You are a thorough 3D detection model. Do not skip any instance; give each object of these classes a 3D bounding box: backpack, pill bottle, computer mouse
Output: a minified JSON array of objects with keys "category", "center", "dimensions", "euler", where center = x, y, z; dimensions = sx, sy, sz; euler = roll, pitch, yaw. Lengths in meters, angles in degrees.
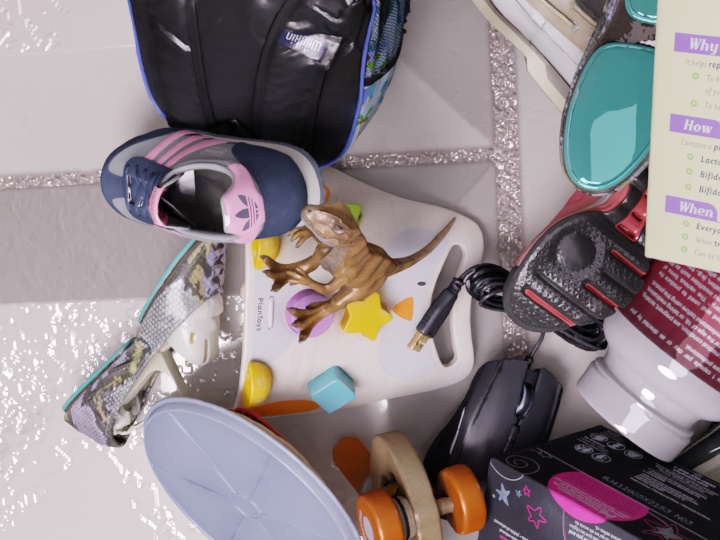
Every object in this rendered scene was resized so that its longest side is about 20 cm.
[{"category":"backpack","center":[-0.054,-0.176,0.774],"dimensions":[0.182,0.147,0.201],"euler":[20,143,10]},{"category":"pill bottle","center":[0.241,0.027,0.797],"dimensions":[0.113,0.113,0.200],"euler":[36,102,0]},{"category":"computer mouse","center":[0.086,0.095,0.840],"dimensions":[0.140,0.046,0.201],"euler":[28,103,-21]}]

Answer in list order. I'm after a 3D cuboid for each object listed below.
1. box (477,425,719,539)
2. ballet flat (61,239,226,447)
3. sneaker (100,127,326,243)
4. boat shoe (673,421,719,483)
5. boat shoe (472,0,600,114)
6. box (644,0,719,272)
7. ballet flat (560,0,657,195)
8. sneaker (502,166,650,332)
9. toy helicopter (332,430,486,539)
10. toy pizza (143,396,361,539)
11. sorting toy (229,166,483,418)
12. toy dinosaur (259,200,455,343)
[{"category":"box","center":[0.190,0.202,0.775],"dimensions":[0.200,0.132,0.115],"euler":[25,113,44]},{"category":"ballet flat","center":[-0.145,0.059,0.876],"dimensions":[0.072,0.072,0.201],"euler":[40,109,0]},{"category":"sneaker","center":[-0.121,-0.055,0.763],"dimensions":[0.199,0.082,0.071],"euler":[3,107,41]},{"category":"boat shoe","center":[0.293,0.098,0.837],"dimensions":[0.200,0.072,0.068],"euler":[-39,55,19]},{"category":"boat shoe","center":[0.114,-0.189,0.781],"dimensions":[0.068,0.075,0.200],"euler":[-36,117,19]},{"category":"box","center":[0.258,-0.095,0.632],"dimensions":[0.175,0.097,0.201],"euler":[15,120,37]},{"category":"ballet flat","center":[0.180,-0.144,0.733],"dimensions":[0.072,0.072,0.201],"euler":[17,101,4]},{"category":"sneaker","center":[0.176,-0.036,0.806],"dimensions":[0.074,0.087,0.200],"euler":[42,94,-5]},{"category":"toy helicopter","center":[0.029,0.205,0.850],"dimensions":[0.078,0.132,0.201],"euler":[-14,118,-18]},{"category":"toy pizza","center":[-0.075,0.162,0.856],"dimensions":[0.199,0.032,0.201],"euler":[25,142,21]},{"category":"sorting toy","center":[0.000,0.022,0.851],"dimensions":[0.179,0.107,0.201],"euler":[1,100,-12]},{"category":"toy dinosaur","center":[0.000,0.000,0.759],"dimensions":[0.106,0.200,0.061],"euler":[-24,79,16]}]
